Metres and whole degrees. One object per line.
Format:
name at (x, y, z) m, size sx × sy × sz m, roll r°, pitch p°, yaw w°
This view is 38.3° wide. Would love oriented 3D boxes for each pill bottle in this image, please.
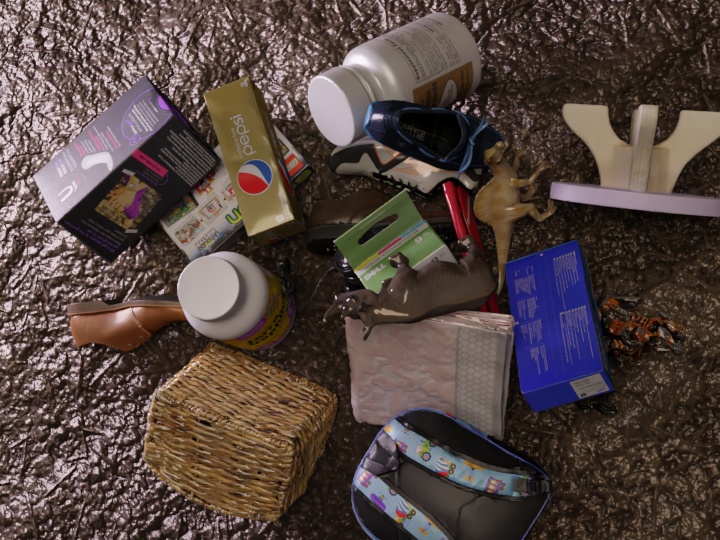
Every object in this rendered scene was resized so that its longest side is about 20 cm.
pill bottle at (-0.150, 0.037, 1.247) m, size 0.104 × 0.200 × 0.104 m, roll -2°, pitch 80°, yaw 11°
pill bottle at (0.041, -0.228, 1.259) m, size 0.200 × 0.114 × 0.114 m, roll -30°, pitch 73°, yaw -29°

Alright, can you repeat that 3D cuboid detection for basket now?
basket at (-0.147, 0.206, 1.288) m, size 0.200 × 0.149 × 0.143 m, roll 19°, pitch 117°, yaw 14°

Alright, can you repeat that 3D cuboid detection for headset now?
headset at (0.000, 0.000, 1.270) m, size 0.200 × 0.124 × 0.094 m, roll -11°, pitch 38°, yaw -6°

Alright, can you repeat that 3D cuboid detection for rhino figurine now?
rhino figurine at (0.054, 0.023, 1.115) m, size 0.200 × 0.060 × 0.087 m, roll -16°, pitch 37°, yaw -16°

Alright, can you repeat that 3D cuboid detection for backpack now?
backpack at (0.099, 0.259, 1.191) m, size 0.200 × 0.135 × 0.183 m, roll 30°, pitch 88°, yaw 14°

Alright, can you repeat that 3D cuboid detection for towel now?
towel at (0.078, 0.119, 1.202) m, size 0.191 × 0.200 × 0.032 m, roll 7°, pitch 43°, yaw 11°

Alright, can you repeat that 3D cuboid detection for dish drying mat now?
dish drying mat at (0.140, -0.006, 1.229) m, size 0.018 × 0.077 × 0.200 m, roll -19°, pitch 73°, yaw 16°

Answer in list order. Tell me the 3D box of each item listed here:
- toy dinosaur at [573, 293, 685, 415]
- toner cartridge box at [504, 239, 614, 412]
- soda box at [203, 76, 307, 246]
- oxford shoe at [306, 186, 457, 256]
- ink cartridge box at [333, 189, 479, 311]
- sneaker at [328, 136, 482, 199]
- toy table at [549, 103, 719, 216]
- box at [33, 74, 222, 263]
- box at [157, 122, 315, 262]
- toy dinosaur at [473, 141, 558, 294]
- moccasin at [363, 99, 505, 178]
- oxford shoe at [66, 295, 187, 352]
toy dinosaur at (0.276, 0.091, 1.225) m, size 0.200 × 0.102 × 0.136 m, roll -6°, pitch 63°, yaw 36°
toner cartridge box at (0.225, 0.060, 1.190) m, size 0.095 × 0.043 × 0.200 m, roll -18°, pitch 43°, yaw 19°
soda box at (-0.132, -0.137, 1.306) m, size 0.064 × 0.068 × 0.200 m, roll -21°, pitch 77°, yaw 7°
oxford shoe at (0.033, -0.070, 1.299) m, size 0.200 × 0.073 × 0.085 m, roll 0°, pitch 65°, yaw 4°
ink cartridge box at (0.064, 0.013, 1.210) m, size 0.104 × 0.200 × 0.059 m, roll -35°, pitch 41°, yaw 1°
sneaker at (0.057, -0.130, 1.303) m, size 0.200 × 0.074 × 0.080 m, roll -2°, pitch 82°, yaw 11°
toy table at (0.328, -0.131, 1.208) m, size 0.200 × 0.184 × 0.117 m, roll 5°, pitch 98°, yaw 0°
box at (-0.300, -0.130, 1.336) m, size 0.200 × 0.106 × 0.122 m, roll -41°, pitch 46°, yaw 2°
box at (-0.170, -0.105, 1.362) m, size 0.200 × 0.035 × 0.110 m, roll -42°, pitch 75°, yaw 2°
toy dinosaur at (0.183, -0.079, 1.267) m, size 0.101 × 0.200 × 0.058 m, roll -19°, pitch 32°, yaw -19°
moccasin at (0.097, -0.149, 1.206) m, size 0.068 × 0.200 × 0.081 m, roll 17°, pitch 102°, yaw 54°
oxford shoe at (-0.283, 0.068, 1.342) m, size 0.200 × 0.071 × 0.071 m, roll -6°, pitch 89°, yaw 20°
